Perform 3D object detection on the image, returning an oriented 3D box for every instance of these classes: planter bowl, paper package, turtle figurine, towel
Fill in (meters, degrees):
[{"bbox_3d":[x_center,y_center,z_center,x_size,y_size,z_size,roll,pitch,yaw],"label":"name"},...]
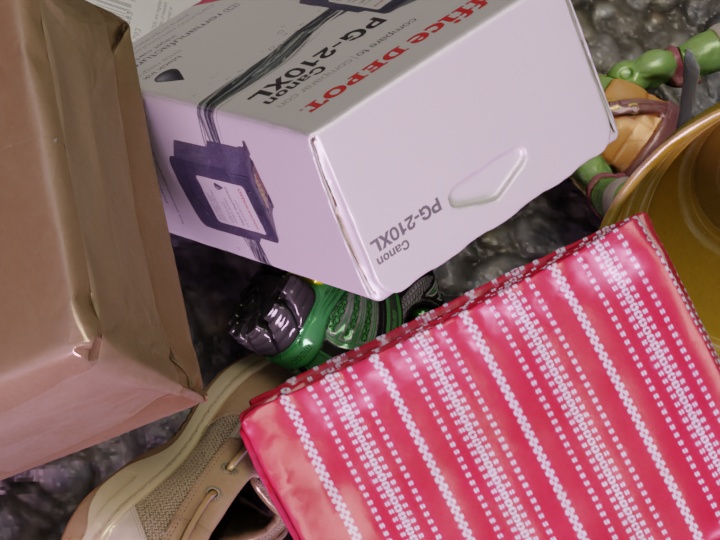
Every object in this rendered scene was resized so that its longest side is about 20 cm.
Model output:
[{"bbox_3d":[0.197,-0.022,1.281,0.199,0.201,0.084,15,34,-13],"label":"planter bowl"},{"bbox_3d":[-0.185,-0.006,1.207,0.103,0.199,0.192,29,43,-58],"label":"paper package"},{"bbox_3d":[0.180,-0.058,1.387,0.194,0.200,0.144,42,25,-23],"label":"turtle figurine"},{"bbox_3d":[0.063,0.080,1.209,0.199,0.022,0.145,-26,81,3],"label":"towel"}]

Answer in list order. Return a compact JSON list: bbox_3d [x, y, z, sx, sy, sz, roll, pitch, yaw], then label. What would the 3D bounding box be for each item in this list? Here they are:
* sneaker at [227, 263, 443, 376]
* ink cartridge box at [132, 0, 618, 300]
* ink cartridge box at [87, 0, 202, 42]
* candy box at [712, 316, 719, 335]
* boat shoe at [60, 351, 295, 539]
[{"bbox_3d":[0.000,0.000,1.330,0.085,0.078,0.200,41,32,-12],"label":"sneaker"},{"bbox_3d":[-0.008,-0.072,1.252,0.144,0.200,0.085,-34,118,-24],"label":"ink cartridge box"},{"bbox_3d":[-0.169,-0.141,1.358,0.199,0.067,0.117,18,61,-12],"label":"ink cartridge box"},{"bbox_3d":[0.234,0.100,1.372,0.102,0.026,0.201,-23,99,-30],"label":"candy box"},{"bbox_3d":[-0.057,0.098,1.259,0.064,0.072,0.200,27,38,18],"label":"boat shoe"}]
